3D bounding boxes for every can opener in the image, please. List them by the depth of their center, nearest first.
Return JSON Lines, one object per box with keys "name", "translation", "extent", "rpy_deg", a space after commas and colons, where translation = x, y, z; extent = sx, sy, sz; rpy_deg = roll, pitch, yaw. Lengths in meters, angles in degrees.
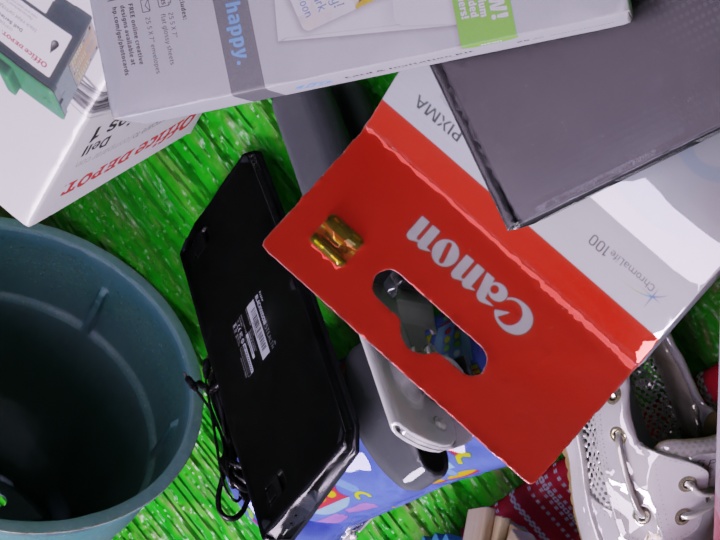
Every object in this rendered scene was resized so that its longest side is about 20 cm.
{"name": "can opener", "translation": [0.000, 0.000, 0.834], "extent": [0.066, 0.053, 0.201], "rpy_deg": [-35, 59, 35]}

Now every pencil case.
{"name": "pencil case", "translation": [0.022, 0.076, 0.893], "extent": [0.200, 0.078, 0.087], "rpy_deg": [-28, 100, 38]}

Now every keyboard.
{"name": "keyboard", "translation": [-0.043, 0.041, 0.891], "extent": [0.104, 0.040, 0.200], "rpy_deg": [-50, 40, 29]}

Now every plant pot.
{"name": "plant pot", "translation": [-0.207, 0.110, 0.996], "extent": [0.200, 0.200, 0.196], "rpy_deg": [39, 134, 12]}

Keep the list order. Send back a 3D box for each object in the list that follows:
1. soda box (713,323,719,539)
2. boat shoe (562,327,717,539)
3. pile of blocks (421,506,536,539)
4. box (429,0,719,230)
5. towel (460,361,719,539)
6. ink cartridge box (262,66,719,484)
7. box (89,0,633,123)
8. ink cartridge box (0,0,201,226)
{"name": "soda box", "translation": [0.179, 0.064, 0.725], "extent": [0.063, 0.070, 0.201], "rpy_deg": [-5, 114, -4]}
{"name": "boat shoe", "translation": [0.133, 0.084, 0.804], "extent": [0.069, 0.071, 0.201], "rpy_deg": [-20, 96, 41]}
{"name": "pile of blocks", "translation": [0.069, 0.162, 0.892], "extent": [0.062, 0.082, 0.200], "rpy_deg": [17, 167, -18]}
{"name": "box", "translation": [0.106, -0.143, 0.708], "extent": [0.199, 0.047, 0.194], "rpy_deg": [-25, 85, 17]}
{"name": "towel", "translation": [0.153, 0.139, 0.873], "extent": [0.200, 0.022, 0.145], "rpy_deg": [-39, 87, 38]}
{"name": "ink cartridge box", "translation": [0.077, -0.038, 0.760], "extent": [0.160, 0.047, 0.200], "rpy_deg": [41, 88, 10]}
{"name": "box", "translation": [-0.009, -0.150, 0.688], "extent": [0.199, 0.041, 0.157], "rpy_deg": [-10, 92, 10]}
{"name": "ink cartridge box", "translation": [-0.102, -0.133, 0.838], "extent": [0.084, 0.146, 0.200], "rpy_deg": [42, 128, 8]}
